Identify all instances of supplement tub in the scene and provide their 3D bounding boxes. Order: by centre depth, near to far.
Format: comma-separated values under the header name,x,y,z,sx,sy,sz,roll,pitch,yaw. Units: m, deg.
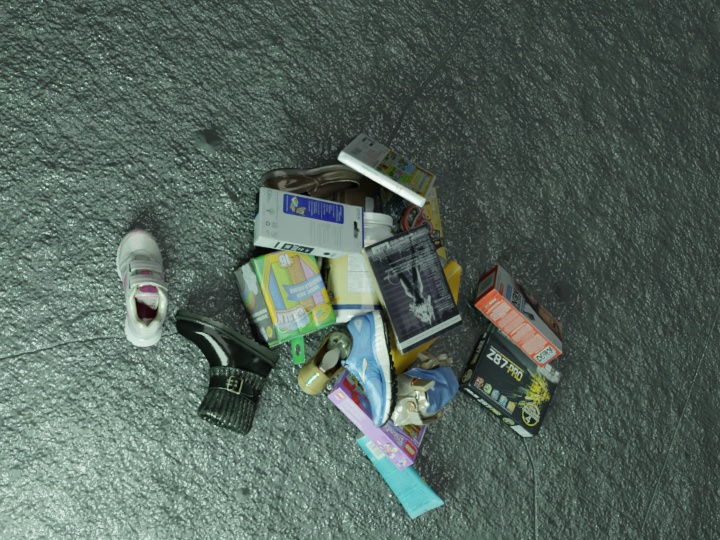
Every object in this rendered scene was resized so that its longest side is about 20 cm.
name,x,y,z,sx,sy,sz,roll,pitch,yaw
supplement tub,0.000,0.000,1.468,0.143,0.144,0.203,4,82,-25

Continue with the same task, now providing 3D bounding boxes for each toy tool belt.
name,x,y,z,sx,sy,sz,roll,pitch,yaw
toy tool belt,0.133,0.215,1.466,0.199,0.123,0.126,-17,73,-55

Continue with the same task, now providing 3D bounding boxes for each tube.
name,x,y,z,sx,sy,sz,roll,pitch,yaw
tube,0.069,0.381,1.477,0.201,0.077,0.050,53,30,-5

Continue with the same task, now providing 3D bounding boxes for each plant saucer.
name,x,y,z,sx,sy,sz,roll,pitch,yaw
plant saucer,0.039,-0.135,1.589,0.198,0.029,0.203,5,78,-25

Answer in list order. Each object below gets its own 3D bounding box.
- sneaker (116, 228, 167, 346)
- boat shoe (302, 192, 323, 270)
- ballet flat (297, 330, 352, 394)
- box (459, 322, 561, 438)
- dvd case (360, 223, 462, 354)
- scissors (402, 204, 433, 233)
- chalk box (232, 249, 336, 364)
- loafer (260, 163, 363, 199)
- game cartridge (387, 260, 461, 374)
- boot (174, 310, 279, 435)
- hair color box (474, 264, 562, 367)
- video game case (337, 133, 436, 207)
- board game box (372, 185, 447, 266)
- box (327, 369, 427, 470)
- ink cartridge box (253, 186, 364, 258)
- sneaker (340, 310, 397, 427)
name,x,y,z,sx,sy,sz,roll,pitch,yaw
sneaker,-0.363,0.024,1.323,0.080,0.088,0.203,-7,82,-27
boat shoe,-0.111,-0.086,1.485,0.065,0.072,0.203,0,74,-20
ballet flat,-0.047,0.154,1.404,0.069,0.063,0.200,41,32,-2
box,0.315,0.230,1.635,0.199,0.049,0.162,38,61,-15
dvd case,0.096,0.031,1.413,0.148,0.016,0.202,-22,92,-31
scissors,0.088,-0.046,1.509,0.073,0.014,0.201,44,52,-19
chalk box,-0.130,0.068,1.409,0.123,0.124,0.202,-19,89,-28
loafer,-0.087,-0.152,1.449,0.198,0.073,0.072,-8,83,-21
game cartridge,0.118,0.098,1.509,0.032,0.177,0.200,35,59,27
boot,-0.255,0.176,1.350,0.210,0.079,0.159,30,72,-13
hair color box,0.334,0.094,1.634,0.200,0.064,0.111,43,29,-11
video game case,0.057,-0.199,1.516,0.181,0.200,0.023,30,112,0
board game box,0.103,-0.068,1.570,0.134,0.035,0.203,-3,81,-27
box,0.039,0.256,1.463,0.200,0.039,0.137,47,34,-9
ink cartridge box,-0.089,-0.080,1.376,0.198,0.039,0.101,10,64,-22
sneaker,0.015,0.175,1.372,0.088,0.079,0.203,-9,85,11
